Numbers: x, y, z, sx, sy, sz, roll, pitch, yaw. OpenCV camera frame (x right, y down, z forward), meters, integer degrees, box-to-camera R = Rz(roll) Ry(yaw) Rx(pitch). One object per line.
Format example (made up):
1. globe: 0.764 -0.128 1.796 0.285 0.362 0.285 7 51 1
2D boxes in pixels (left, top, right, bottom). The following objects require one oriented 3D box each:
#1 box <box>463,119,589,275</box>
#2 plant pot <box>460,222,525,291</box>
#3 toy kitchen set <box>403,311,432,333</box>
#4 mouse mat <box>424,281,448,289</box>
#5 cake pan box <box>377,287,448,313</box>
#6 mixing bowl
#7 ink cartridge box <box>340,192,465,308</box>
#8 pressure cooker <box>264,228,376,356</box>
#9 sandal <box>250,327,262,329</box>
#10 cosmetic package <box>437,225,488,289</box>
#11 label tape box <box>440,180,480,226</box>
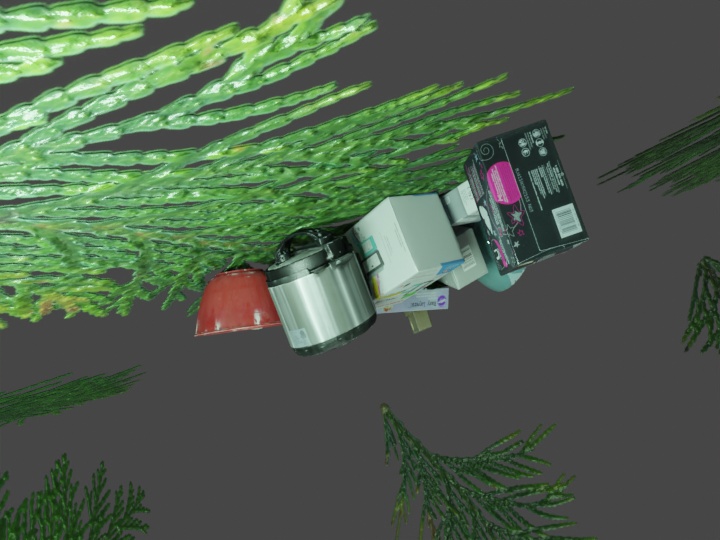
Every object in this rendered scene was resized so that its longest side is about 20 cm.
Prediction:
1. box: 0.265 -0.115 1.079 0.128 0.206 0.115 -17 173 -6
2. plant pot: 0.294 -0.072 1.529 0.132 0.206 0.200 21 156 -17
3. toy kitchen set: 0.208 0.047 1.877 0.175 0.206 0.163 -17 171 -10
4. mouse mat: 0.123 0.022 1.490 0.157 0.008 0.198 9 -173 27
5. cake pan box: 0.076 0.054 1.478 0.194 0.054 0.183 -2 -172 -28
6. mixing bowl: -0.225 0.059 1.268 0.193 0.112 0.200 -7 175 -1
7. ink cartridge box: 0.066 -0.031 1.266 0.144 0.150 0.199 -11 163 -43
8. pressure cooker: -0.074 0.026 1.168 0.171 0.205 0.179 -22 -173 5
9. sandal: -0.250 0.092 1.631 0.201 0.082 0.051 -33 -154 48
10. cosmetic package: 0.192 -0.037 1.457 0.089 0.109 0.199 -28 -168 -12
11. label tape box: 0.272 -0.159 1.277 0.141 0.068 0.198 -11 169 -42
